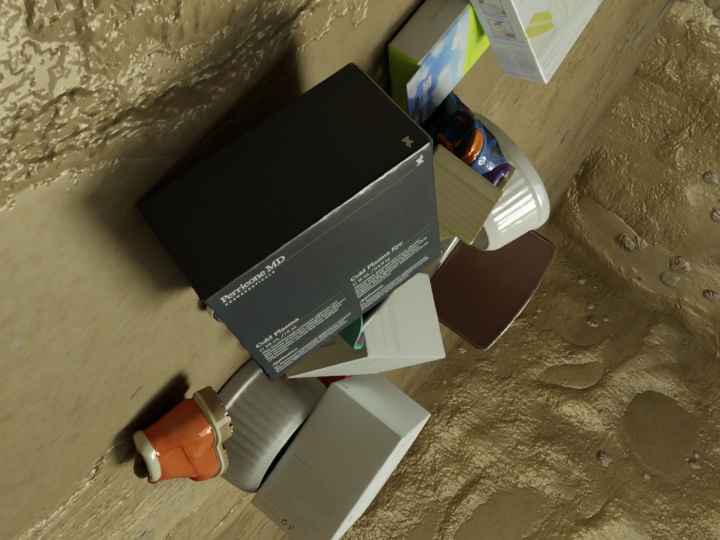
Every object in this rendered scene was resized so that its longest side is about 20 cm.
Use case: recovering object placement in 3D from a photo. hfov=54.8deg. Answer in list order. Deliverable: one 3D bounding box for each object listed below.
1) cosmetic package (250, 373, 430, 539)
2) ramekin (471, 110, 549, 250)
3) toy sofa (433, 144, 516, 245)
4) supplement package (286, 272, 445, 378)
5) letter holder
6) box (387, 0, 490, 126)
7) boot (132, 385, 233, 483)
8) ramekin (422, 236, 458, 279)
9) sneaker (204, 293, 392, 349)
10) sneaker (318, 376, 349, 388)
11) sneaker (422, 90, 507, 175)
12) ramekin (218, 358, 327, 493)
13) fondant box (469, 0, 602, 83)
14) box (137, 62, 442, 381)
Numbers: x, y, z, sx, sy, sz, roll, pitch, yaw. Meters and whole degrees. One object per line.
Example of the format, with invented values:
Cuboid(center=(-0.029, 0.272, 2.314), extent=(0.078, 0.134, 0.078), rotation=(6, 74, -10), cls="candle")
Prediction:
Cuboid(center=(-0.017, 0.259, 0.974), extent=(0.200, 0.123, 0.199), rotation=(-58, 165, 7), cls="cosmetic package")
Cuboid(center=(0.163, -0.117, 0.983), extent=(0.094, 0.202, 0.202), rotation=(-40, 163, -7), cls="ramekin")
Cuboid(center=(0.077, -0.076, 0.754), extent=(0.098, 0.083, 0.200), rotation=(-57, -172, -11), cls="toy sofa")
Cuboid(center=(0.003, 0.063, 0.857), extent=(0.117, 0.117, 0.200), rotation=(-19, 164, 29), cls="supplement package")
Cuboid(center=(0.206, 0.017, 1.114), extent=(0.200, 0.142, 0.101), rotation=(-54, 165, 0), cls="letter holder")
Cuboid(center=(0.094, -0.249, 0.749), extent=(0.200, 0.048, 0.122), rotation=(-52, 164, -11), cls="box")
Cuboid(center=(-0.211, 0.208, 0.800), extent=(0.107, 0.075, 0.200), rotation=(-29, 157, -27), cls="boot")
Cuboid(center=(0.139, -0.073, 1.177), extent=(0.201, 0.098, 0.201), rotation=(-49, 164, -19), cls="ramekin")
Cuboid(center=(-0.045, 0.031, 0.695), extent=(0.200, 0.121, 0.084), rotation=(-29, 161, -5), cls="sneaker")
Cuboid(center=(-0.022, 0.139, 1.109), extent=(0.200, 0.115, 0.078), rotation=(-60, 165, 24), cls="sneaker")
Cuboid(center=(0.112, -0.156, 0.815), extent=(0.075, 0.078, 0.200), rotation=(-46, -151, 21), cls="sneaker")
Cuboid(center=(-0.129, 0.212, 0.964), extent=(0.200, 0.105, 0.200), rotation=(-49, 164, -19), cls="ramekin")
Cuboid(center=(0.173, -0.307, 0.688), extent=(0.144, 0.058, 0.200), rotation=(-56, 140, -7), cls="fondant box")
Cuboid(center=(-0.042, -0.031, 0.572), extent=(0.200, 0.104, 0.182), rotation=(-36, 155, -10), cls="box")
